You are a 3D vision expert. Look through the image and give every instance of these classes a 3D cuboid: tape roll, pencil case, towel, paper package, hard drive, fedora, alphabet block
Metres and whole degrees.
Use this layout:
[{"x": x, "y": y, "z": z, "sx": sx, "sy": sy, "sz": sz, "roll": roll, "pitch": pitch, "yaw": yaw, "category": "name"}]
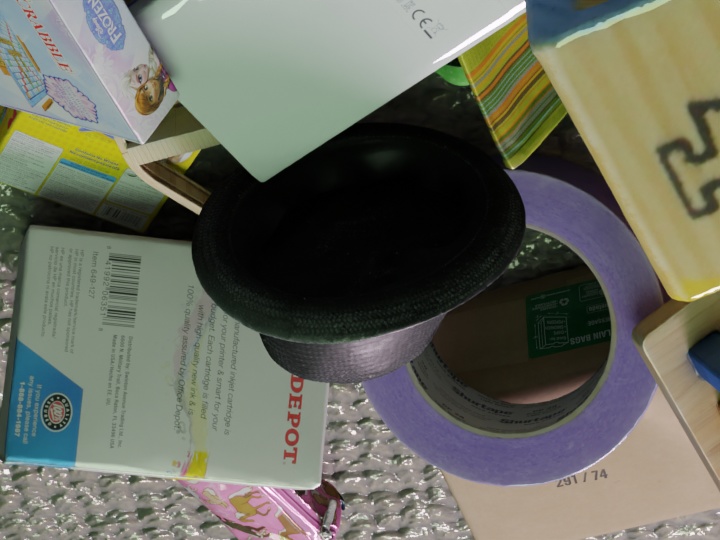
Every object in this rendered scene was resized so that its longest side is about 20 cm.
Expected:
[{"x": 0.098, "y": 0.030, "z": 1.377, "sx": 0.198, "sy": 0.085, "sz": 0.202, "roll": 2, "pitch": 100, "yaw": 12, "category": "tape roll"}, {"x": -0.090, "y": 0.140, "z": 1.566, "sx": 0.086, "sy": 0.083, "sz": 0.200, "roll": -24, "pitch": 132, "yaw": 20, "category": "pencil case"}, {"x": 0.078, "y": -0.158, "z": 1.243, "sx": 0.018, "sy": 0.086, "sz": 0.201, "roll": 14, "pitch": 143, "yaw": 41, "category": "towel"}, {"x": 0.148, "y": 0.096, "z": 1.516, "sx": 0.198, "sy": 0.104, "sz": 0.191, "roll": -14, "pitch": 136, "yaw": 13, "category": "paper package"}, {"x": -0.018, "y": -0.145, "z": 1.194, "sx": 0.199, "sy": 0.025, "sz": 0.132, "roll": -31, "pitch": 123, "yaw": 23, "category": "hard drive"}, {"x": 0.000, "y": 0.000, "z": 1.279, "sx": 0.198, "sy": 0.202, "sz": 0.092, "roll": -2, "pitch": 132, "yaw": -1, "category": "fedora"}, {"x": 0.212, "y": -0.139, "z": 1.186, "sx": 0.195, "sy": 0.196, "sz": 0.201, "roll": -20, "pitch": 129, "yaw": 19, "category": "alphabet block"}]

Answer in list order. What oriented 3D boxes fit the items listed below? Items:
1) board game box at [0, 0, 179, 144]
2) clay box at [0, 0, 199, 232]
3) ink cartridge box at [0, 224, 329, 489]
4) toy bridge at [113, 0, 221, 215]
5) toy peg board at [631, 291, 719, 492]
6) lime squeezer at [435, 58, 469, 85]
[{"x": -0.218, "y": -0.166, "z": 1.181, "sx": 0.198, "sy": 0.041, "sz": 0.201, "roll": 17, "pitch": 151, "yaw": 36, "category": "board game box"}, {"x": -0.138, "y": -0.117, "z": 1.312, "sx": 0.114, "sy": 0.048, "sz": 0.200, "roll": 20, "pitch": 131, "yaw": -24, "category": "clay box"}, {"x": -0.125, "y": 0.058, "z": 1.393, "sx": 0.198, "sy": 0.149, "sz": 0.145, "roll": 7, "pitch": 175, "yaw": -11, "category": "ink cartridge box"}, {"x": -0.110, "y": -0.083, "z": 1.295, "sx": 0.067, "sy": 0.027, "sz": 0.201, "roll": -14, "pitch": 136, "yaw": 9, "category": "toy bridge"}, {"x": 0.303, "y": 0.069, "z": 1.314, "sx": 0.199, "sy": 0.098, "sz": 0.200, "roll": -36, "pitch": 116, "yaw": -6, "category": "toy peg board"}, {"x": 0.050, "y": -0.149, "z": 1.295, "sx": 0.199, "sy": 0.038, "sz": 0.071, "roll": 21, "pitch": 132, "yaw": -22, "category": "lime squeezer"}]
